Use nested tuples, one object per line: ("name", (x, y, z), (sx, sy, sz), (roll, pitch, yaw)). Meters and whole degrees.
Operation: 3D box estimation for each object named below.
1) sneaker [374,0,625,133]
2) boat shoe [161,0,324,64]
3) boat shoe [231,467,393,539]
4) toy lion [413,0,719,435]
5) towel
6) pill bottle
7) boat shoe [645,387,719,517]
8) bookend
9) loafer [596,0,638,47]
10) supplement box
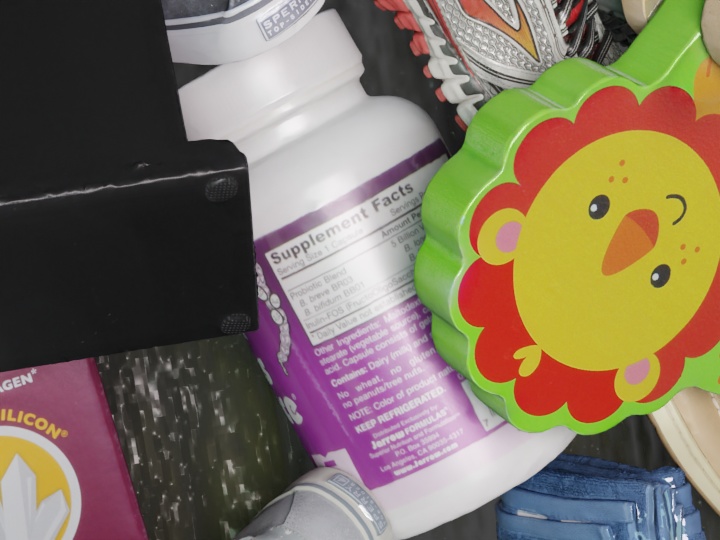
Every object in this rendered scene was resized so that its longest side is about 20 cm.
("sneaker", (0.056, -0.107, 0.764), (0.082, 0.078, 0.200), (-29, 119, 35))
("boat shoe", (-0.098, -0.118, 0.793), (0.072, 0.200, 0.068), (-47, 121, -25))
("boat shoe", (-0.059, 0.157, 0.836), (0.070, 0.071, 0.201), (44, 131, 12))
("toy lion", (0.119, -0.016, 0.767), (0.200, 0.069, 0.192), (36, 90, -37))
("towel", (0.107, 0.178, 0.855), (0.048, 0.112, 0.201), (-16, 99, -33))
("pill bottle", (0.000, 0.000, 0.833), (0.112, 0.112, 0.200), (-28, 94, 6))
("boat shoe", (0.131, 0.011, 0.848), (0.064, 0.071, 0.200), (-27, 94, 7))
("bookend", (-0.153, -0.066, 0.745), (0.198, 0.092, 0.200), (-10, 53, -7))
("loafer", (0.049, -0.160, 0.838), (0.200, 0.075, 0.070), (25, 84, -5))
("supplement box", (-0.164, 0.054, 0.839), (0.110, 0.086, 0.201), (-18, 103, -13))
